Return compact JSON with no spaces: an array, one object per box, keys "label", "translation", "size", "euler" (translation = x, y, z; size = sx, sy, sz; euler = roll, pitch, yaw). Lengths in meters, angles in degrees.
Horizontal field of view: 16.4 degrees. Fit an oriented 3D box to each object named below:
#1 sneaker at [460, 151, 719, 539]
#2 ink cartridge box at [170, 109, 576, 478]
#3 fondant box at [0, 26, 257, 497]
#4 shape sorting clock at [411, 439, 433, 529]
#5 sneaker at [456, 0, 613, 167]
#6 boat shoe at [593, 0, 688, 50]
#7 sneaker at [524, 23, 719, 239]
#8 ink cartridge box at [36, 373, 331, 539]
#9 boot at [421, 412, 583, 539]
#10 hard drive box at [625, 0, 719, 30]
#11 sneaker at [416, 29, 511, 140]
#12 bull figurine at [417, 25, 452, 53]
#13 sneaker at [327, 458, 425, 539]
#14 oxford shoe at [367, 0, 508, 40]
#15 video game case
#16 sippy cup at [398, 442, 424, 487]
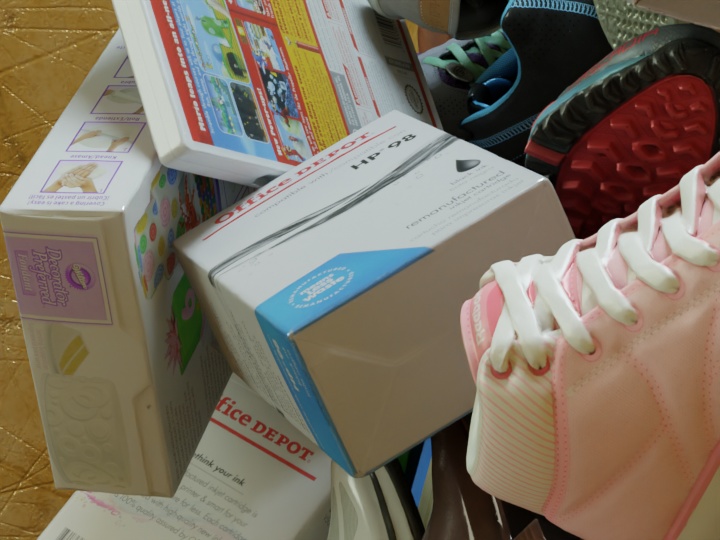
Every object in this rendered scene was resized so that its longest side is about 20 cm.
[{"label":"sneaker","translation":[0.091,0.009,0.792],"size":[0.075,0.104,0.201],"euler":[-78,8,-53]},{"label":"ink cartridge box","translation":[0.000,0.000,0.990],"size":[0.067,0.116,0.200],"euler":[63,168,-21]},{"label":"fondant box","translation":[-0.087,-0.019,1.095],"size":[0.200,0.058,0.145],"euler":[-68,-24,-54]},{"label":"shape sorting clock","translation":[0.039,0.131,1.199],"size":[0.200,0.039,0.201],"euler":[15,-90,-86]},{"label":"sneaker","translation":[0.082,-0.059,1.185],"size":[0.073,0.082,0.200],"euler":[-84,10,-50]},{"label":"boat shoe","translation":[0.134,-0.168,1.097],"size":[0.075,0.062,0.201],"euler":[121,149,-53]},{"label":"sneaker","translation":[0.103,-0.058,0.994],"size":[0.200,0.079,0.096],"euler":[118,169,-64]},{"label":"ink cartridge box","translation":[-0.065,0.120,1.145],"size":[0.200,0.117,0.067],"euler":[-51,-36,-16]},{"label":"boot","translation":[0.001,0.141,0.979],"size":[0.200,0.064,0.187],"euler":[-46,33,19]},{"label":"hard drive box","translation":[0.120,-0.183,0.943],"size":[0.200,0.077,0.156],"euler":[-133,58,-66]},{"label":"sneaker","translation":[0.062,-0.107,1.240],"size":[0.200,0.074,0.088],"euler":[-28,-28,-54]},{"label":"bull figurine","translation":[0.065,-0.116,1.380],"size":[0.200,0.065,0.122],"euler":[92,-159,-45]},{"label":"sneaker","translation":[-0.022,0.174,1.061],"size":[0.076,0.115,0.201],"euler":[-136,39,-81]},{"label":"oxford shoe","translation":[0.088,-0.159,1.185],"size":[0.200,0.058,0.075],"euler":[-28,-43,-35]},{"label":"video game case","translation":[-0.034,-0.094,1.094],"size":[0.017,0.200,0.143],"euler":[-31,65,30]},{"label":"sippy cup","translation":[-0.030,0.077,1.271],"size":[0.140,0.130,0.178],"euler":[-39,-39,-76]}]
